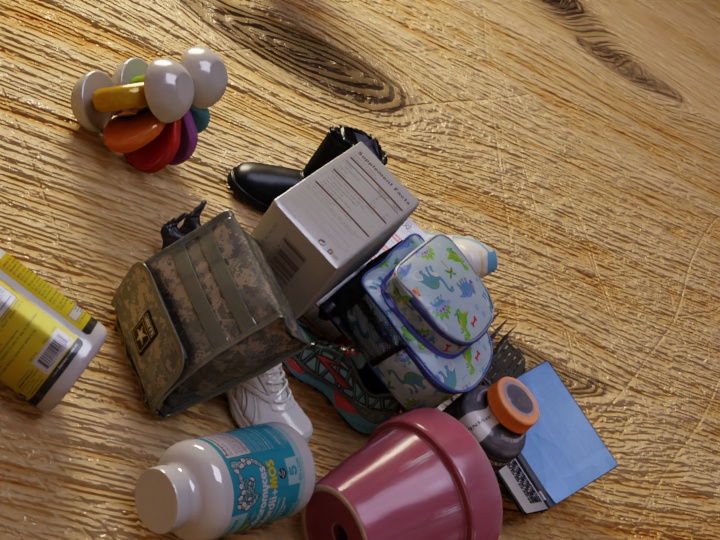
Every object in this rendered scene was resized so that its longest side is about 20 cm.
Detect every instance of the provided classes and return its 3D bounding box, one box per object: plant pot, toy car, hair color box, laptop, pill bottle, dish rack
[{"bbox_3d":[0.036,0.281,1.581,0.178,0.200,0.201,-17,66,-36],"label":"plant pot"},{"bbox_3d":[-0.274,-0.210,1.811,0.200,0.174,0.151,-36,117,-57],"label":"toy car"},{"bbox_3d":[0.000,0.000,1.830,0.111,0.064,0.200,44,61,-7],"label":"hair color box"},{"bbox_3d":[0.247,0.231,1.906,0.188,0.116,0.200,57,15,18],"label":"laptop"},{"bbox_3d":[0.140,0.219,1.732,0.106,0.200,0.107,28,37,-24],"label":"pill bottle"},{"bbox_3d":[-0.378,0.049,1.431,0.200,0.112,0.113,39,34,-10],"label":"pill bottle"},{"bbox_3d":[-0.150,0.234,1.482,0.199,0.111,0.111,-6,58,-49],"label":"pill bottle"},{"bbox_3d":[0.179,0.092,2.045,0.200,0.055,0.153,45,34,1],"label":"dish rack"}]

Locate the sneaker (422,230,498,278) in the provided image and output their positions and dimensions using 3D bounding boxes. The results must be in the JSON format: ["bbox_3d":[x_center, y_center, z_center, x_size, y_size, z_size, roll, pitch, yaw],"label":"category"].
[{"bbox_3d":[0.122,-0.020,2.012,0.080,0.077,0.199,-9,17,-32],"label":"sneaker"}]

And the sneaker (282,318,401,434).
[{"bbox_3d":[-0.023,0.117,1.759,0.200,0.096,0.079,41,34,-6],"label":"sneaker"}]

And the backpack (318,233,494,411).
[{"bbox_3d":[0.080,0.067,1.708,0.201,0.147,0.183,55,38,-3],"label":"backpack"}]

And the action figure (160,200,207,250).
[{"bbox_3d":[-0.166,0.003,1.725,0.200,0.102,0.119,48,28,9],"label":"action figure"}]

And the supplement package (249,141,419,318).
[{"bbox_3d":[-0.040,-0.053,1.701,0.117,0.117,0.200,45,42,6],"label":"supplement package"}]

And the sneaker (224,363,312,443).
[{"bbox_3d":[-0.123,0.128,1.635,0.200,0.099,0.078,46,33,2],"label":"sneaker"}]

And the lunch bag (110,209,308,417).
[{"bbox_3d":[-0.189,0.056,1.565,0.165,0.199,0.118,62,5,29],"label":"lunch bag"}]

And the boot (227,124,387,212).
[{"bbox_3d":[-0.070,-0.143,1.929,0.197,0.163,0.074,24,37,-29],"label":"boot"}]

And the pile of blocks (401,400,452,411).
[{"bbox_3d":[0.059,0.162,1.818,0.201,0.082,0.062,53,46,-15],"label":"pile of blocks"}]
